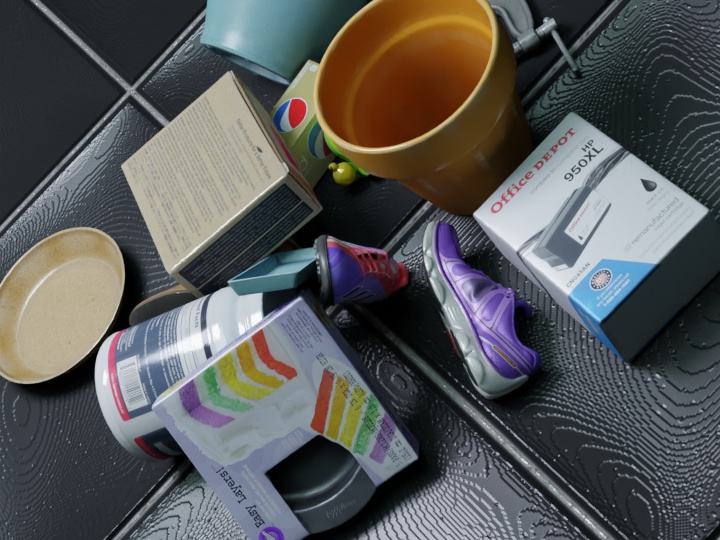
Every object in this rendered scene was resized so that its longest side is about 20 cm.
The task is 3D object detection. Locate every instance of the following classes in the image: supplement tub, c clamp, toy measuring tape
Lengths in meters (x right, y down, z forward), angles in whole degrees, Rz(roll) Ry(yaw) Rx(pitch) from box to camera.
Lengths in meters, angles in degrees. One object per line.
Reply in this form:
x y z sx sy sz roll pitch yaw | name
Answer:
-0.154 0.100 1.606 0.199 0.140 0.141 -21 52 19 | supplement tub
0.123 -0.231 1.718 0.199 0.027 0.172 -27 49 16 | c clamp
0.009 -0.188 1.716 0.073 0.073 0.201 21 86 40 | toy measuring tape

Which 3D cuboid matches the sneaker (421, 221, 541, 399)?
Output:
0.117 0.034 1.536 0.083 0.081 0.201 -22 57 -2 | sneaker

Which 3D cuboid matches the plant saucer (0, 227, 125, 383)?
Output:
-0.344 0.046 1.834 0.199 0.035 0.202 -17 54 24 | plant saucer

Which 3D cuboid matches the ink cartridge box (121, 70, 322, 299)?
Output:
-0.149 -0.089 1.674 0.164 0.075 0.201 -38 44 8 | ink cartridge box

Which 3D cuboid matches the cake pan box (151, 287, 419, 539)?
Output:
-0.068 0.150 1.505 0.183 0.201 0.052 -34 8 9 | cake pan box

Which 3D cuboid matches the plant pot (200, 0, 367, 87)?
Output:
-0.088 -0.316 1.808 0.199 0.199 0.189 23 89 40 | plant pot

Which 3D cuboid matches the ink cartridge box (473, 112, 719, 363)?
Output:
0.224 -0.035 1.489 0.145 0.084 0.200 -45 47 -1 | ink cartridge box

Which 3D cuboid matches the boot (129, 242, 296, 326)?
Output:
-0.155 0.025 1.718 0.198 0.074 0.076 -18 34 17 | boot

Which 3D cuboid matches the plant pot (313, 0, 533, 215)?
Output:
0.082 -0.154 1.591 0.199 0.183 0.202 -16 54 23 | plant pot

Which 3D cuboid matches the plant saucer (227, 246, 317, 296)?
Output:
-0.073 -0.001 1.549 0.069 0.200 0.019 -8 98 10 | plant saucer

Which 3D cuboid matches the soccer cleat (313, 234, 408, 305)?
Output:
0.000 0.000 1.546 0.072 0.200 0.069 -6 85 8 | soccer cleat

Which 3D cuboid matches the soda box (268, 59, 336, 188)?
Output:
-0.079 -0.128 1.754 0.064 0.068 0.201 26 78 41 | soda box
